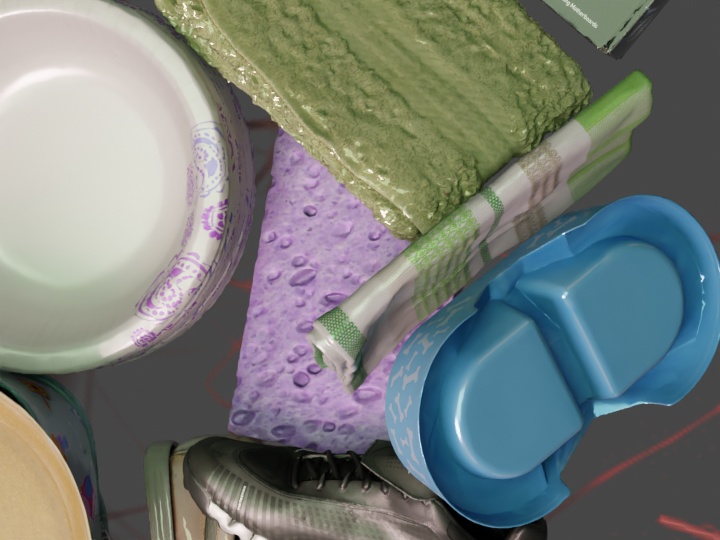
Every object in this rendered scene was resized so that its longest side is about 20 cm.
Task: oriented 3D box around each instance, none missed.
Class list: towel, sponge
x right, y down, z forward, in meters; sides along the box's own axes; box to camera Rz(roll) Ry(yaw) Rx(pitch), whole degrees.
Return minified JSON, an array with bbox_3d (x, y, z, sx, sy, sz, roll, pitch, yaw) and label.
[{"bbox_3d":[0.060,-0.014,1.157,0.200,0.149,0.031,-38,84,-4],"label":"towel"},{"bbox_3d":[0.000,0.000,1.258,0.111,0.030,0.200,10,94,13],"label":"sponge"},{"bbox_3d":[0.008,-0.117,1.216,0.200,0.036,0.148,43,68,14],"label":"towel"}]

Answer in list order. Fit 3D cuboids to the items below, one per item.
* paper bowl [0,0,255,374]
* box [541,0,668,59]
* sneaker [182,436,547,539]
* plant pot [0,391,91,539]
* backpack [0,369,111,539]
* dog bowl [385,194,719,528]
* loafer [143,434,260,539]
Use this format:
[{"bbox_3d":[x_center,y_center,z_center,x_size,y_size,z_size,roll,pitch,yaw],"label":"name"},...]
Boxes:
[{"bbox_3d":[-0.153,-0.047,1.256,0.200,0.104,0.201,0,90,14],"label":"paper bowl"},{"bbox_3d":[0.107,-0.233,1.219,0.200,0.044,0.160,42,100,10],"label":"box"},{"bbox_3d":[0.009,0.117,1.216,0.200,0.066,0.091,23,122,-1],"label":"sneaker"},{"bbox_3d":[-0.220,0.146,1.162,0.200,0.027,0.200,-1,87,14],"label":"plant pot"},{"bbox_3d":[-0.218,0.142,1.250,0.176,0.153,0.200,2,95,20],"label":"backpack"},{"bbox_3d":[0.094,0.041,1.174,0.200,0.050,0.112,-38,114,-24],"label":"dog bowl"},{"bbox_3d":[-0.071,0.186,1.261,0.063,0.072,0.200,-10,86,7],"label":"loafer"}]
